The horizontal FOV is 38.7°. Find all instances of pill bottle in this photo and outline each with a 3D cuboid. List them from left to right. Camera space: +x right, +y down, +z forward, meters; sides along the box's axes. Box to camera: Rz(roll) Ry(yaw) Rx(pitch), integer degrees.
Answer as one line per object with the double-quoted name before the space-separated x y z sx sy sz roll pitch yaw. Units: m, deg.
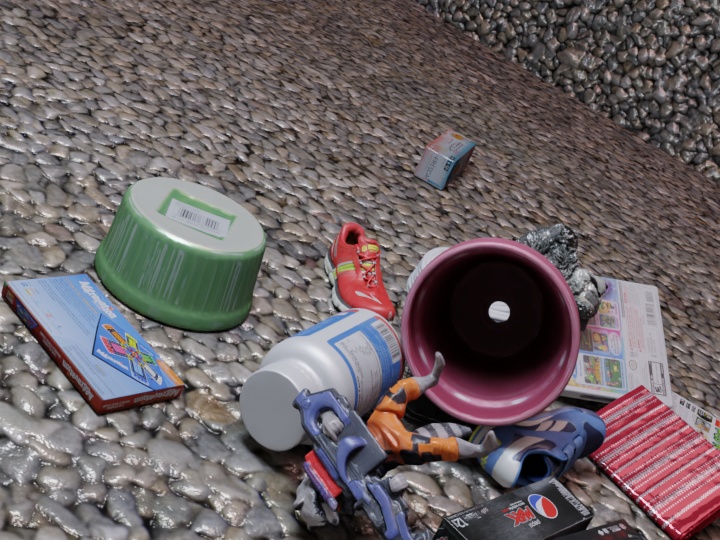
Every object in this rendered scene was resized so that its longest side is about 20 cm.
"pill bottle" -0.041 0.116 1.083 0.111 0.114 0.199 33 25 19

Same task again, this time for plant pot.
"plant pot" 0.153 0.058 1.185 0.197 0.203 0.179 27 12 6

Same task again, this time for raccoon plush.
"raccoon plush" 0.245 0.024 1.441 0.097 0.196 0.136 45 35 -61

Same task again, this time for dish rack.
"dish rack" 0.115 0.128 1.285 0.151 0.055 0.201 20 23 -16

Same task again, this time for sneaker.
"sneaker" 0.000 0.000 1.390 0.076 0.086 0.201 11 28 -27
"sneaker" 0.217 0.212 1.193 0.197 0.075 0.082 -3 34 -32

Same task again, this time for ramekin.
"ramekin" -0.208 -0.027 1.224 0.197 0.099 0.201 21 24 -10

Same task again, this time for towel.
"towel" 0.376 0.239 1.289 0.143 0.023 0.200 -24 47 -25

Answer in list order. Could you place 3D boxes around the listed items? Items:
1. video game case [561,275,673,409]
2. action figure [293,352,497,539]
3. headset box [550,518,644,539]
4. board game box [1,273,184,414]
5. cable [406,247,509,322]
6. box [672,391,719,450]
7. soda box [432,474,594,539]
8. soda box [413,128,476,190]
"video game case" 0.346 0.096 1.457 0.178 0.024 0.203 9 55 -7
"action figure" 0.031 0.189 0.950 0.191 0.105 0.202 -25 62 -9
"headset box" 0.257 0.340 0.957 0.147 0.078 0.200 0 33 -40
"board game box" -0.278 0.070 1.059 0.102 0.020 0.200 -7 39 -48
"cable" 0.162 0.042 1.474 0.198 0.070 0.200 28 27 8
"box" 0.448 0.238 1.406 0.109 0.035 0.200 31 25 13
"soda box" 0.146 0.266 1.008 0.198 0.072 0.063 -4 35 -48
"soda box" 0.170 -0.222 2.035 0.068 0.064 0.200 29 25 9
